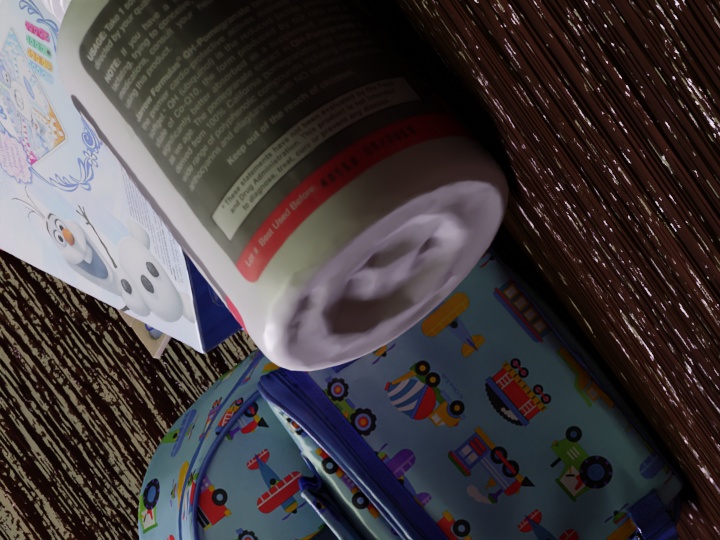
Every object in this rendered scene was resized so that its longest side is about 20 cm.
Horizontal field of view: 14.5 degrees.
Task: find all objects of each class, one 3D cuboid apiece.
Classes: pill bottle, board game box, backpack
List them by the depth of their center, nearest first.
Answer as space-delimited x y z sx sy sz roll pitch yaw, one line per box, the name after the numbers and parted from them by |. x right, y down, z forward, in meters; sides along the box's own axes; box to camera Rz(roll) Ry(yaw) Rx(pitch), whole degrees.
-0.044 -0.069 1.051 0.200 0.111 0.111 52 175 23 | pill bottle
0.010 0.096 1.173 0.183 0.200 0.135 54 176 0 | backpack
-0.151 -0.078 1.501 0.199 0.043 0.201 24 136 38 | board game box

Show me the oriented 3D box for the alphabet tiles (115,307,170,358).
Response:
-0.111 -0.052 1.671 0.006 0.167 0.200 13 -155 -40 | alphabet tiles
